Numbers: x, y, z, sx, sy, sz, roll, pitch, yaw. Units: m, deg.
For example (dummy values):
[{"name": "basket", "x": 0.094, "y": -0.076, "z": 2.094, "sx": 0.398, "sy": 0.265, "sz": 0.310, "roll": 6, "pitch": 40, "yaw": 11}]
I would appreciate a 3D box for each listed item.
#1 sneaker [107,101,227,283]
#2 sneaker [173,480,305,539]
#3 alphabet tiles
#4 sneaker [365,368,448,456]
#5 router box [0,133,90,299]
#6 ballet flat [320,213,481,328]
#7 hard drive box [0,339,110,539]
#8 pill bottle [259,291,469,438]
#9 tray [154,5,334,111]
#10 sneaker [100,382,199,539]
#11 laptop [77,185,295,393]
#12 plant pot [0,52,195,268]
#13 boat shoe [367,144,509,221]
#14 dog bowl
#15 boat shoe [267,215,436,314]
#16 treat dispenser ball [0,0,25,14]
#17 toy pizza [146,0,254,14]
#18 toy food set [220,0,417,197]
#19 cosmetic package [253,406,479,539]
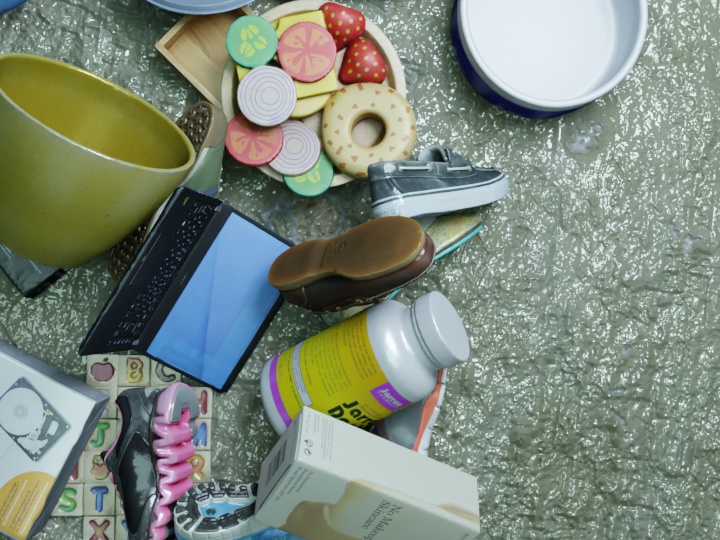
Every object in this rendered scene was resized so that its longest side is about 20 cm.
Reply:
[{"name": "sneaker", "x": -0.174, "y": -0.068, "z": 1.048, "sx": 0.089, "sy": 0.067, "sz": 0.201, "roll": 22, "pitch": 101, "yaw": -47}, {"name": "sneaker", "x": -0.095, "y": 0.260, "z": 1.063, "sx": 0.198, "sy": 0.079, "sz": 0.091, "roll": -1, "pitch": 129, "yaw": -17}, {"name": "alphabet tiles", "x": -0.239, "y": 0.188, "z": 1.077, "sx": 0.164, "sy": 0.006, "sz": 0.203, "roll": 1, "pitch": 88, "yaw": -4}, {"name": "sneaker", "x": 0.042, "y": 0.137, "z": 1.071, "sx": 0.081, "sy": 0.077, "sz": 0.202, "roll": 14, "pitch": 86, "yaw": 2}, {"name": "router box", "x": -0.344, "y": -0.095, "z": 1.055, "sx": 0.149, "sy": 0.051, "sz": 0.201, "roll": -39, "pitch": 92, "yaw": -7}, {"name": "ballet flat", "x": 0.037, "y": -0.011, "z": 1.078, "sx": 0.199, "sy": 0.071, "sz": 0.071, "roll": -39, "pitch": 91, "yaw": -2}, {"name": "hard drive box", "x": -0.378, "y": 0.152, "z": 1.028, "sx": 0.198, "sy": 0.077, "sz": 0.157, "roll": 27, "pitch": 86, "yaw": -1}, {"name": "pill bottle", "x": 0.005, "y": 0.096, "z": 1.017, "sx": 0.199, "sy": 0.104, "sz": 0.105, "roll": -29, "pitch": 90, "yaw": 22}, {"name": "tray", "x": -0.110, "y": -0.197, "z": 1.088, "sx": 0.200, "sy": 0.037, "sz": 0.099, "roll": 45, "pitch": 85, "yaw": -3}, {"name": "sneaker", "x": -0.221, "y": 0.212, "z": 1.049, "sx": 0.094, "sy": 0.079, "sz": 0.203, "roll": 4, "pitch": 87, "yaw": 17}, {"name": "laptop", "x": -0.152, "y": 0.028, "z": 0.994, "sx": 0.103, "sy": 0.200, "sz": 0.178, "roll": 32, "pitch": 92, "yaw": 8}, {"name": "plant pot", "x": -0.273, "y": -0.088, "z": 0.957, "sx": 0.199, "sy": 0.200, "sz": 0.143, "roll": 29, "pitch": 109, "yaw": -3}, {"name": "boat shoe", "x": 0.084, "y": -0.093, "z": 1.037, "sx": 0.199, "sy": 0.072, "sz": 0.072, "roll": -14, "pitch": 92, "yaw": -50}, {"name": "dog bowl", "x": 0.197, "y": -0.266, "z": 1.095, "sx": 0.197, "sy": 0.079, "sz": 0.203, "roll": 0, "pitch": 88, "yaw": -5}, {"name": "boat shoe", "x": 0.000, "y": 0.000, "z": 0.987, "sx": 0.070, "sy": 0.199, "sz": 0.071, "roll": 44, "pitch": 56, "yaw": -31}, {"name": "treat dispenser ball", "x": -0.386, "y": -0.344, "z": 0.986, "sx": 0.198, "sy": 0.201, "sz": 0.204, "roll": 0, "pitch": 88, "yaw": -5}, {"name": "toy pizza", "x": -0.160, "y": -0.347, "z": 1.072, "sx": 0.198, "sy": 0.032, "sz": 0.203, "roll": 0, "pitch": 69, "yaw": 1}, {"name": "toy food set", "x": -0.048, "y": -0.178, "z": 1.050, "sx": 0.196, "sy": 0.049, "sz": 0.202, "roll": -13, "pitch": 90, "yaw": -5}, {"name": "cosmetic package", "x": 0.007, "y": 0.221, "z": 1.001, "sx": 0.198, "sy": 0.071, "sz": 0.106, "roll": 23, "pitch": 125, "yaw": -14}]
